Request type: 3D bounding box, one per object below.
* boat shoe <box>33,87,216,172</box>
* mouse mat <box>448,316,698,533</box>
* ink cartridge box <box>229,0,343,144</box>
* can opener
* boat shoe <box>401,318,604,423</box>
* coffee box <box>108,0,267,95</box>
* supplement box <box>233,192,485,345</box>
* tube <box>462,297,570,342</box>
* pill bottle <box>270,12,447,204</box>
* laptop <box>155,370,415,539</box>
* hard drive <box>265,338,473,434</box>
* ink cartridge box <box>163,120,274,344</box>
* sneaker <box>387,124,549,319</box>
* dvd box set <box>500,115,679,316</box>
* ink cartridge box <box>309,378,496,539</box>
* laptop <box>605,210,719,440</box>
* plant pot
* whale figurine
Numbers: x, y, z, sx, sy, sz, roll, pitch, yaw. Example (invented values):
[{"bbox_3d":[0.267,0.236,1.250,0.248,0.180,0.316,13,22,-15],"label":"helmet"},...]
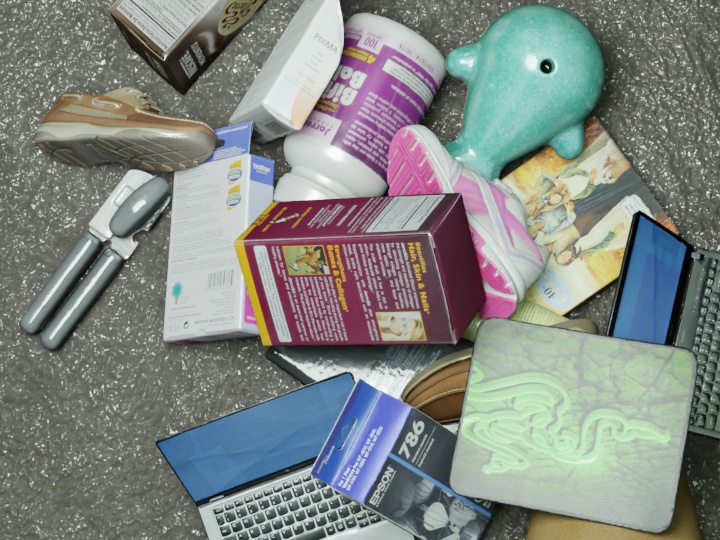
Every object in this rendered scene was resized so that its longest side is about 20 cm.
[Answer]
[{"bbox_3d":[-0.228,-0.144,1.548,0.198,0.076,0.072,6,68,24],"label":"boat shoe"},{"bbox_3d":[0.183,0.131,1.379,0.198,0.008,0.163,8,79,18],"label":"mouse mat"},{"bbox_3d":[-0.043,-0.219,1.527,0.050,0.162,0.201,36,80,-13],"label":"ink cartridge box"},{"bbox_3d":[-0.260,-0.015,1.552,0.052,0.066,0.201,36,88,7],"label":"can opener"},{"bbox_3d":[0.127,0.107,1.439,0.199,0.072,0.069,-23,58,24],"label":"boat shoe"},{"bbox_3d":[-0.145,-0.285,1.569,0.080,0.113,0.200,40,85,9],"label":"coffee box"},{"bbox_3d":[0.000,0.000,1.434,0.198,0.086,0.111,-2,118,27],"label":"supplement box"},{"bbox_3d":[0.147,0.052,1.495,0.198,0.058,0.052,24,115,3],"label":"tube"},{"bbox_3d":[-0.006,-0.136,1.534,0.111,0.112,0.201,26,81,7],"label":"pill bottle"},{"bbox_3d":[-0.061,0.214,1.453,0.186,0.116,0.202,-20,88,1],"label":"laptop"},{"bbox_3d":[0.027,0.081,1.532,0.199,0.033,0.140,34,83,8],"label":"hard drive"},{"bbox_3d":[-0.135,-0.035,1.526,0.119,0.042,0.202,-8,77,45],"label":"ink cartridge box"},{"bbox_3d":[0.101,-0.053,1.483,0.088,0.081,0.201,-29,84,-38],"label":"sneaker"},{"bbox_3d":[0.187,-0.036,1.547,0.199,0.029,0.147,-34,80,-4],"label":"dvd box set"},{"bbox_3d":[0.050,0.184,1.444,0.039,0.199,0.100,19,78,51],"label":"ink cartridge box"},{"bbox_3d":[0.327,0.060,1.485,0.198,0.103,0.179,14,81,6],"label":"laptop"},{"bbox_3d":[0.227,0.231,1.435,0.184,0.187,0.202,2,66,3],"label":"plant pot"},{"bbox_3d":[0.148,-0.158,1.508,0.159,0.104,0.201,38,88,-3],"label":"whale figurine"}]
